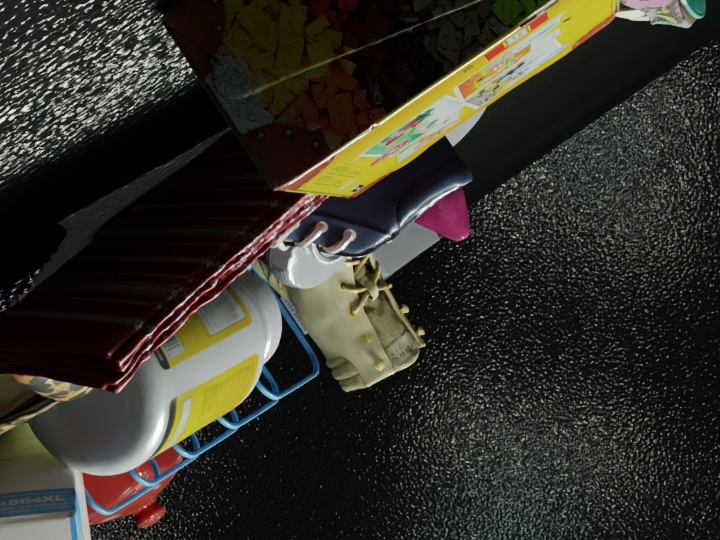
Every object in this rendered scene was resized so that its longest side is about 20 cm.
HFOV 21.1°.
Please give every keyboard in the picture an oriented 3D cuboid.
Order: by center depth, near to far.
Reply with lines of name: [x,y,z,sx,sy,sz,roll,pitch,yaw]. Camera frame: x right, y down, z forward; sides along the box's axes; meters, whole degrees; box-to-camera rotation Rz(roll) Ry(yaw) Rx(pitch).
keyboard: [-0.218,0.045,0.888,0.200,0.040,0.104,-30,174,-46]

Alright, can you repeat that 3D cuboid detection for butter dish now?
butter dish: [-0.317,0.277,2.586,0.200,0.148,0.199,-35,178,21]

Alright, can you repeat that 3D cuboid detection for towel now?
towel: [-0.081,-0.015,0.904,0.200,0.023,0.145,-42,-156,-28]

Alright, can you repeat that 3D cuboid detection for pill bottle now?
pill bottle: [-0.134,0.057,1.307,0.112,0.112,0.200,-35,176,28]

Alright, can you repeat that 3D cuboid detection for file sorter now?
file sorter: [-0.154,0.094,1.606,0.200,0.123,0.139,-36,177,20]

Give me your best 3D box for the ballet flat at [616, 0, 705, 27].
ballet flat: [0.189,-0.197,1.297,0.071,0.069,0.200,-16,178,14]

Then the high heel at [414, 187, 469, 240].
high heel: [0.065,-0.064,1.681,0.067,0.096,0.200,-34,177,-2]

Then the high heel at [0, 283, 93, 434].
high heel: [-0.208,0.071,1.051,0.143,0.071,0.200,-40,-174,1]

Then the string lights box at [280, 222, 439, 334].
string lights box: [-0.003,-0.002,2.338,0.103,0.059,0.200,-33,178,-39]

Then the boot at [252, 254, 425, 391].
boot: [0.000,0.000,1.414,0.073,0.156,0.200,-32,176,-37]

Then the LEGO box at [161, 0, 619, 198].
LEGO box: [0.022,-0.101,0.760,0.149,0.077,0.200,-35,177,6]

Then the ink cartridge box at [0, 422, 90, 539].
ink cartridge box: [-0.243,0.186,1.282,0.125,0.129,0.200,-6,-164,-6]

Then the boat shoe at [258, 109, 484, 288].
boat shoe: [0.005,-0.079,1.146,0.200,0.057,0.069,-48,144,-7]

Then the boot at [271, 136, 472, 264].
boot: [-0.038,-0.034,1.066,0.200,0.090,0.073,-34,177,-5]
